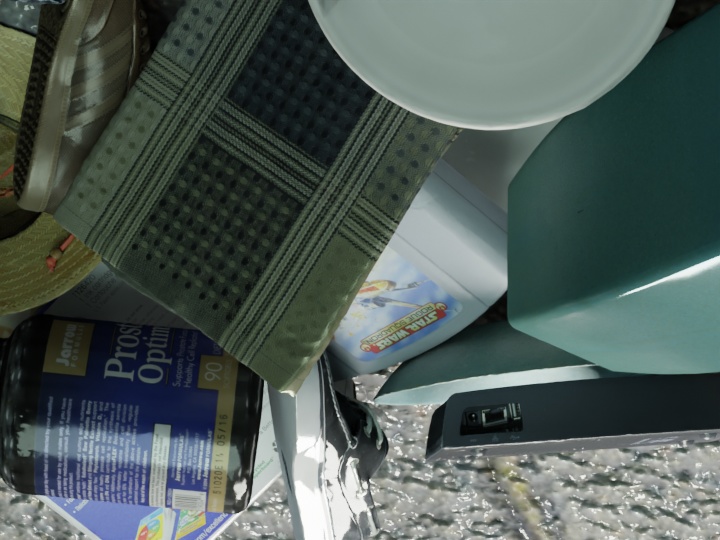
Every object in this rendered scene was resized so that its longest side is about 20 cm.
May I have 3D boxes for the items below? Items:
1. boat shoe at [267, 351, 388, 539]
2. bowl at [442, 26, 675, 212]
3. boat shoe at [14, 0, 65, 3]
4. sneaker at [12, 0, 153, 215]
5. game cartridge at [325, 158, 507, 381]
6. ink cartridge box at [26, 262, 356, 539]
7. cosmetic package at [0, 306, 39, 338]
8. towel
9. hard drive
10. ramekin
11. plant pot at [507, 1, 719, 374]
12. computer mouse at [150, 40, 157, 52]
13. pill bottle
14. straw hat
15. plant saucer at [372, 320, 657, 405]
[{"bbox_3d":[-0.016,0.109,1.279,0.067,0.072,0.201,-15,133,-9],"label":"boat shoe"},{"bbox_3d":[0.138,-0.074,1.184,0.198,0.075,0.201,22,135,-6],"label":"bowl"},{"bbox_3d":[-0.234,-0.212,1.079,0.199,0.091,0.071,18,135,-11],"label":"boat shoe"},{"bbox_3d":[-0.153,-0.127,1.203,0.075,0.071,0.201,8,113,-24],"label":"sneaker"},{"bbox_3d":[0.000,0.000,1.219,0.133,0.042,0.200,41,134,-21],"label":"game cartridge"},{"bbox_3d":[-0.141,0.086,1.330,0.200,0.047,0.198,41,109,-16],"label":"ink cartridge box"},{"bbox_3d":[-0.195,0.046,1.386,0.199,0.071,0.105,30,131,-14],"label":"cosmetic package"},{"bbox_3d":[-0.058,-0.058,1.143,0.192,0.035,0.201,36,96,19],"label":"towel"},{"bbox_3d":[0.143,0.096,1.299,0.198,0.043,0.135,-4,171,-4],"label":"hard drive"},{"bbox_3d":[0.071,-0.176,1.043,0.201,0.094,0.204,1,97,10],"label":"ramekin"},{"bbox_3d":[0.177,-0.027,1.057,0.141,0.142,0.199,22,147,-34],"label":"plant pot"},{"bbox_3d":[-0.092,-0.124,1.227,0.198,0.034,0.059,12,135,5],"label":"computer mouse"},{"bbox_3d":[-0.161,0.087,1.245,0.198,0.112,0.112,6,134,-4],"label":"pill bottle"},{"bbox_3d":[-0.242,-0.057,1.286,0.200,0.203,0.085,16,175,0],"label":"straw hat"},{"bbox_3d":[0.105,0.055,1.285,0.199,0.039,0.201,-6,173,-1],"label":"plant saucer"}]
